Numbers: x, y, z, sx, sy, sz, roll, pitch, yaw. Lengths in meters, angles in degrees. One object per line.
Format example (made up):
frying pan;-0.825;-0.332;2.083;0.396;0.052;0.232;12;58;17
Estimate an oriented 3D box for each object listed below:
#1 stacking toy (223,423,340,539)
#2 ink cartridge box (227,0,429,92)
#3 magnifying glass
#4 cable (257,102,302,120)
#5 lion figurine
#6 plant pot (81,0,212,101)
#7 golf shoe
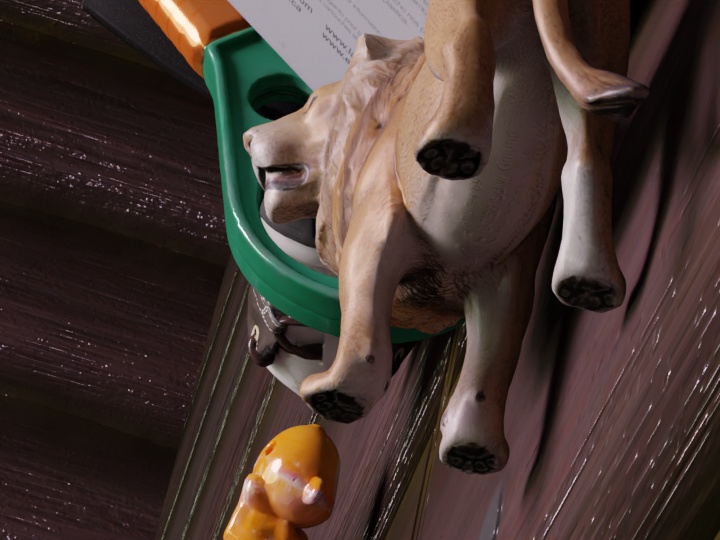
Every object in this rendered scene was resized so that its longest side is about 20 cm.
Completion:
stacking toy;-0.056;0.144;1.014;0.201;0.109;0.116;-64;18;-7
ink cartridge box;-0.005;-0.135;0.774;0.043;0.196;0.200;-34;-17;-30
magnifying glass;-0.027;-0.052;0.874;0.200;0.079;0.022;50;152;36
cable;-0.019;-0.106;1.126;0.051;0.164;0.200;-25;16;29
lion figurine;0.029;-0.035;0.685;0.200;0.072;0.123;129;155;-56
plant pot;-0.058;-0.218;1.770;0.200;0.176;0.201;-79;8;-46
golf shoe;0.000;0.000;0.959;0.200;0.077;0.095;-30;-50;-83
